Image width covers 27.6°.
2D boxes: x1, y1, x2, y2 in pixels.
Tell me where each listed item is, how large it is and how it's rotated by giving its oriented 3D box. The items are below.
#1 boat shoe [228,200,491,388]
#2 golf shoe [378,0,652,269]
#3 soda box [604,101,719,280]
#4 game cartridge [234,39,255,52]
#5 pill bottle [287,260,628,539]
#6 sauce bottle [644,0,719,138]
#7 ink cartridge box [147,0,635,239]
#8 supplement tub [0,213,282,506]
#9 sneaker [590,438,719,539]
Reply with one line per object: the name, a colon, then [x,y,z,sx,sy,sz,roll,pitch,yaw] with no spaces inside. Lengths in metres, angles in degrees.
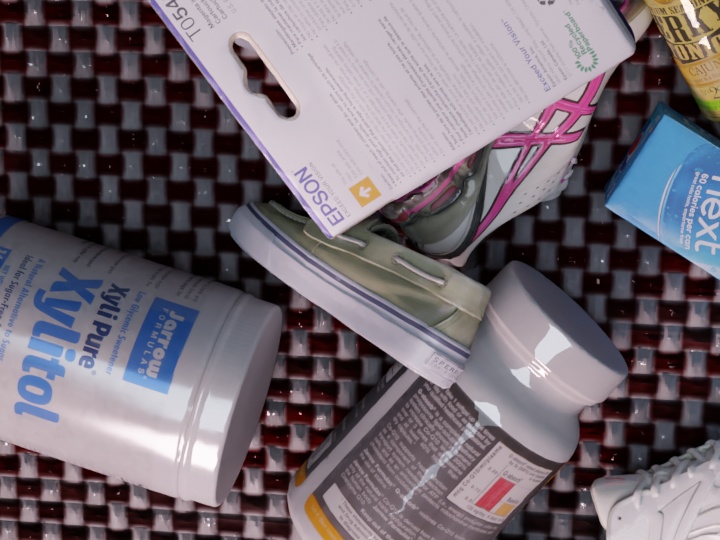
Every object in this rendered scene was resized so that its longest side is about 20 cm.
boat shoe: [0.000,0.000,0.852,0.199,0.072,0.062,33,87,40]
golf shoe: [0.099,-0.089,0.859,0.200,0.073,0.092,-44,126,8]
soda box: [0.240,-0.015,0.843,0.199,0.068,0.064,32,105,1]
game cartridge: [0.019,-0.202,0.857,0.132,0.042,0.202,24,104,8]
pill bottle: [0.057,0.099,0.870,0.116,0.116,0.200,42,105,-1]
sauce bottle: [0.181,-0.163,0.795,0.064,0.065,0.201,-29,114,13]
ink cartridge box: [0.009,-0.146,0.765,0.199,0.043,0.197,-30,111,19]
supplement tub: [-0.159,0.052,0.888,0.198,0.132,0.133,16,104,6]
sneaker: [0.192,0.143,0.881,0.099,0.078,0.201,34,104,4]
